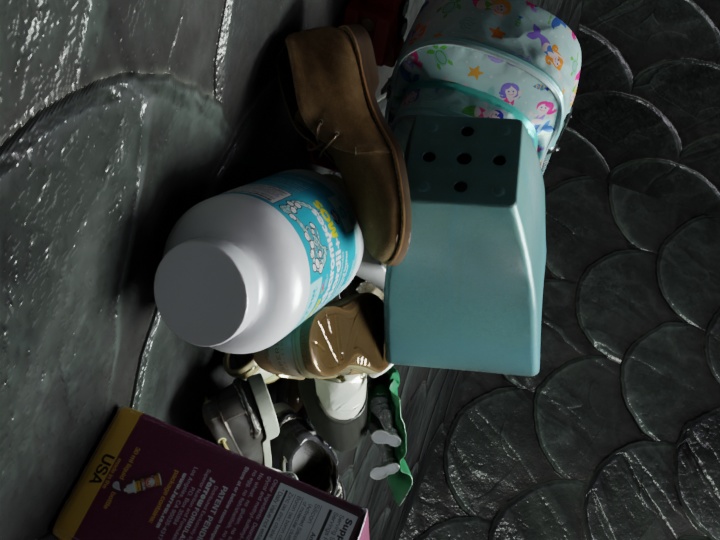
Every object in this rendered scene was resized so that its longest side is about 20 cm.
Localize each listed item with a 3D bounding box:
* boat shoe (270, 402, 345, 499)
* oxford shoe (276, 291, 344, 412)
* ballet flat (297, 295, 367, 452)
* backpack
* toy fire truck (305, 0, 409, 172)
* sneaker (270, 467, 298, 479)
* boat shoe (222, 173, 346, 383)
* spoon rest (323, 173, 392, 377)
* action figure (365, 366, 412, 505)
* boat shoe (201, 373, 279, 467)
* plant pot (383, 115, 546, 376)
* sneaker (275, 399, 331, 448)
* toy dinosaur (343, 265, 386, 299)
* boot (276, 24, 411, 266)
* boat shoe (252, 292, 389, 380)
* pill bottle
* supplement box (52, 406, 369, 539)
[{"bbox_3d":[-0.051,0.215,1.046,0.074,0.060,0.202,-40,139,-21],"label":"boat shoe"},{"bbox_3d":[-0.032,0.084,1.107,0.073,0.083,0.201,98,18,-47],"label":"oxford shoe"},{"bbox_3d":[-0.032,0.083,0.968,0.068,0.067,0.204,-5,-76,65],"label":"ballet flat"},{"bbox_3d":[0.108,-0.155,0.923,0.201,0.175,0.152,105,8,-58],"label":"backpack"},{"bbox_3d":[-0.002,-0.200,0.901,0.202,0.048,0.142,91,21,-54],"label":"toy fire truck"},{"bbox_3d":[-0.099,0.223,0.921,0.079,0.077,0.200,-25,172,-16],"label":"sneaker"},{"bbox_3d":[-0.063,0.005,0.897,0.203,0.072,0.063,-61,164,-2],"label":"boat shoe"},{"bbox_3d":[0.000,0.000,0.989,0.099,0.060,0.204,-167,-122,-75],"label":"spoon rest"},{"bbox_3d":[0.020,0.149,1.088,0.201,0.053,0.121,-104,-164,-70],"label":"action figure"},{"bbox_3d":[-0.114,0.147,0.903,0.060,0.073,0.202,-18,159,-16],"label":"boat shoe"},{"bbox_3d":[0.089,-0.029,0.852,0.202,0.138,0.143,79,18,-53],"label":"plant pot"},{"bbox_3d":[-0.071,0.200,1.120,0.081,0.073,0.203,75,37,-68],"label":"sneaker"},{"bbox_3d":[0.008,-0.036,1.060,0.077,0.101,0.204,-33,141,-70],"label":"toy dinosaur"},{"bbox_3d":[-0.015,-0.095,0.771,0.074,0.074,0.204,-43,-121,55],"label":"boot"},{"bbox_3d":[-0.027,0.058,0.875,0.199,0.063,0.073,7,76,-67],"label":"boat shoe"},{"bbox_3d":[-0.074,-0.007,0.735,0.200,0.109,0.113,-38,145,-67],"label":"pill bottle"},{"bbox_3d":[-0.099,0.198,0.721,0.132,0.197,0.104,89,25,-59],"label":"supplement box"}]
